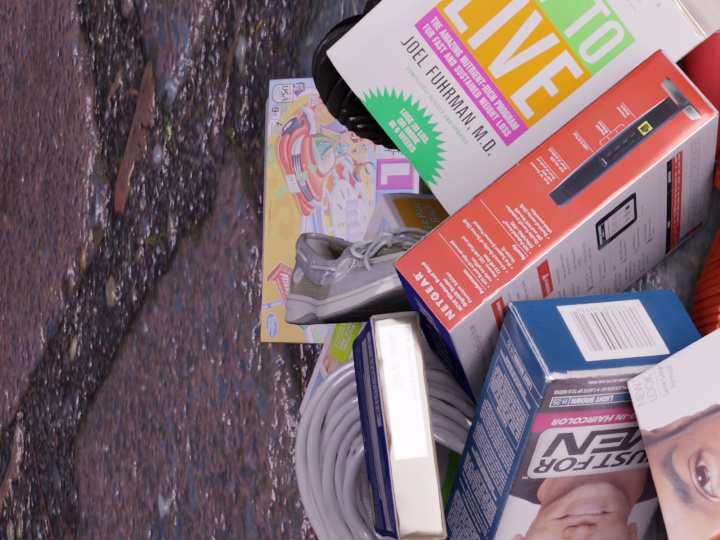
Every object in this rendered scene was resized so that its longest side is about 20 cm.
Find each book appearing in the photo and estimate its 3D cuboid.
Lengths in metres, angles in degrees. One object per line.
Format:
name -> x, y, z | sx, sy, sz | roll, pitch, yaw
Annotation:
book -> 0.088, -0.130, 1.195 | 0.134, 0.048, 0.200 | 51, 128, 1

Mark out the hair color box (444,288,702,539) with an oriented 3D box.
hair color box -> 0.110, 0.106, 1.156 | 0.061, 0.099, 0.201 | -114, 28, -43

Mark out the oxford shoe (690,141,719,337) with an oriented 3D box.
oxford shoe -> 0.220, -0.004, 1.126 | 0.071, 0.072, 0.201 | 160, 121, -84

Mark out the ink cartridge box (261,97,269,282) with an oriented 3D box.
ink cartridge box -> -0.026, -0.070, 1.723 | 0.200, 0.050, 0.164 | 172, 100, -70

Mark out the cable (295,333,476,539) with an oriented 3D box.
cable -> 0.055, 0.136, 1.371 | 0.200, 0.069, 0.201 | -34, 91, 34

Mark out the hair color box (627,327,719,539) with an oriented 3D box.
hair color box -> 0.232, 0.059, 1.009 | 0.200, 0.064, 0.111 | -34, 43, 24

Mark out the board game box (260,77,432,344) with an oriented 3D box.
board game box -> -0.007, -0.044, 1.603 | 0.134, 0.034, 0.202 | 0, 87, 29

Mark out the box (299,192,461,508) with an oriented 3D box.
box -> 0.045, 0.059, 1.481 | 0.113, 0.101, 0.201 | -118, 39, -47

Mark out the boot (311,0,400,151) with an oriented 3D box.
boot -> 0.034, -0.149, 1.414 | 0.080, 0.210, 0.158 | -50, 44, 25

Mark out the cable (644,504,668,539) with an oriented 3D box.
cable -> 0.185, 0.151, 1.212 | 0.200, 0.069, 0.202 | -177, 90, -65

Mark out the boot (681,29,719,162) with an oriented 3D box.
boot -> 0.164, -0.161, 1.204 | 0.072, 0.143, 0.202 | -16, 74, 62

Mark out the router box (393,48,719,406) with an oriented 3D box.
router box -> 0.111, -0.016, 1.175 | 0.049, 0.179, 0.200 | 51, 176, 16

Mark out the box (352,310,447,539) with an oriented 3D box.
box -> 0.020, 0.092, 1.226 | 0.200, 0.032, 0.122 | 127, 136, -83

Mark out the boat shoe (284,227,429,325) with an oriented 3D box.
boat shoe -> 0.001, 0.000, 1.381 | 0.202, 0.074, 0.065 | 169, 98, -70
